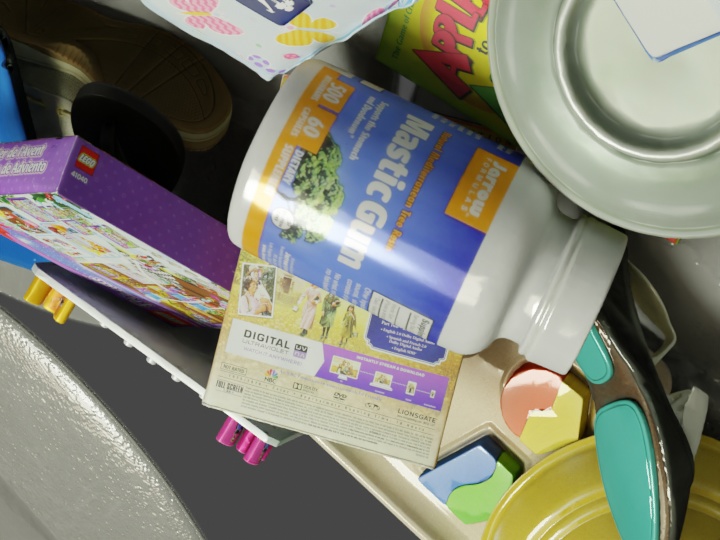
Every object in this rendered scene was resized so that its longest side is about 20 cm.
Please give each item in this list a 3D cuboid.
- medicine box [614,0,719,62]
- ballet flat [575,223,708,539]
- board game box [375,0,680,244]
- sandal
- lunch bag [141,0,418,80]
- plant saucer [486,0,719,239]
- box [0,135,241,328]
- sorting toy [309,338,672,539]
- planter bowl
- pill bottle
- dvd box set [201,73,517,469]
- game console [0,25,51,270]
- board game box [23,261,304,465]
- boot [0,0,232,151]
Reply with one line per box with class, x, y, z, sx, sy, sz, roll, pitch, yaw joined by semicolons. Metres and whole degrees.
medicine box;0.142;-0.216;0.623;0.102;0.200;0.183;-20;111;47
ballet flat;0.161;0.065;0.926;0.068;0.068;0.202;-22;86;69
board game box;0.111;-0.111;0.865;0.199;0.048;0.102;33;140;12
sandal;-0.158;-0.048;1.044;0.074;0.045;0.201;21;147;3
lunch bag;-0.054;-0.208;0.833;0.169;0.127;0.201;-16;107;55
plant saucer;0.149;-0.109;0.774;0.198;0.050;0.203;7;107;23
box;-0.142;-0.019;0.995;0.136;0.039;0.199;0;156;46
sorting toy;0.067;0.078;1.014;0.185;0.036;0.200;42;116;5
planter bowl;0.173;0.202;0.987;0.198;0.084;0.202;-1;119;-1
pill bottle;0.038;-0.024;0.867;0.198;0.113;0.113;25;139;6
dvd box set;0.000;0.000;0.946;0.145;0.029;0.202;14;94;3
game console;-0.260;-0.122;1.117;0.169;0.119;0.202;16;135;26
board game box;-0.117;0.059;1.117;0.199;0.200;0.026;35;97;10
boot;-0.166;-0.091;1.100;0.199;0.072;0.156;25;138;24
